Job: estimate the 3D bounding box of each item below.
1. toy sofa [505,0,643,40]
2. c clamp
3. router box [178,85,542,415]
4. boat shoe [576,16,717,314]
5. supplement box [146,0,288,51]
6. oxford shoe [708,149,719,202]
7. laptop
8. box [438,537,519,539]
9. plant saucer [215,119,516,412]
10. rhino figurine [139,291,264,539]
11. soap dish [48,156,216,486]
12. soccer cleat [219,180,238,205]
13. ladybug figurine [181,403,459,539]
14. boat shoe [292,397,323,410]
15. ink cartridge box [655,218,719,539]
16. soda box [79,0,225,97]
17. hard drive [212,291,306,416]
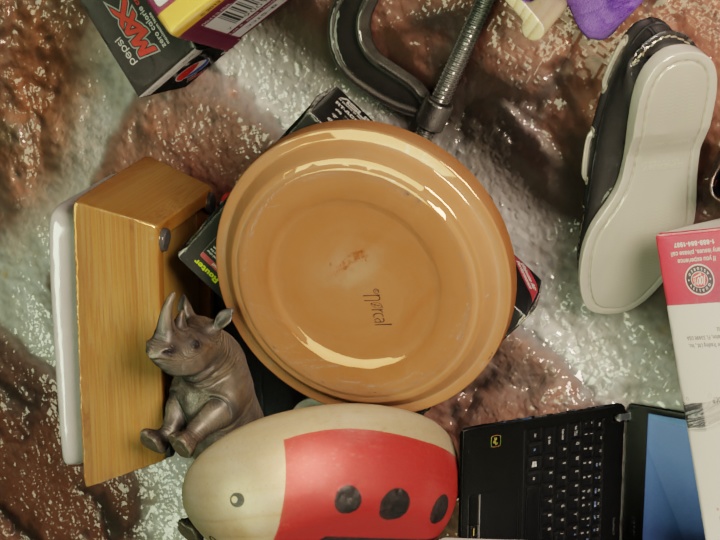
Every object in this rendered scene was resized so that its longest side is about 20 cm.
[{"bbox_3d":[0.173,-0.221,1.072,0.098,0.083,0.200,48,119,-4],"label":"toy sofa"},{"bbox_3d":[0.057,-0.170,1.204,0.170,0.027,0.201,32,117,27],"label":"c clamp"},{"bbox_3d":[0.000,0.000,1.189,0.200,0.062,0.150,44,118,-3],"label":"router box"},{"bbox_3d":[0.174,-0.065,1.140,0.060,0.073,0.201,-117,26,-50],"label":"boat shoe"},{"bbox_3d":[-0.113,-0.269,1.205,0.131,0.103,0.201,-35,81,16],"label":"supplement box"},{"bbox_3d":[0.292,-0.096,1.056,0.200,0.072,0.071,-42,80,31],"label":"oxford shoe"},{"bbox_3d":[0.173,0.188,1.180,0.103,0.199,0.178,-152,59,-62],"label":"laptop"},{"bbox_3d":[0.147,0.249,1.141,0.199,0.098,0.125,2,104,1],"label":"box"},{"bbox_3d":[0.000,0.004,1.137,0.199,0.032,0.201,7,116,16],"label":"plant saucer"},{"bbox_3d":[-0.102,0.091,1.183,0.060,0.087,0.201,17,137,34],"label":"rhino figurine"},{"bbox_3d":[-0.155,0.033,1.256,0.081,0.157,0.201,3,105,11],"label":"soap dish"},{"bbox_3d":[-0.012,-0.024,1.256,0.199,0.069,0.086,6,101,24],"label":"soccer cleat"},{"bbox_3d":[-0.016,0.149,1.152,0.072,0.199,0.136,65,145,40],"label":"ladybug figurine"},{"bbox_3d":[-0.027,0.175,1.269,0.075,0.062,0.201,12,108,26],"label":"boat shoe"},{"bbox_3d":[0.271,0.064,1.071,0.144,0.084,0.201,-6,95,52],"label":"ink cartridge box"},{"bbox_3d":[-0.174,-0.230,1.297,0.071,0.063,0.201,-35,84,32],"label":"soda box"},{"bbox_3d":[-0.062,0.070,1.322,0.199,0.042,0.136,19,111,25],"label":"hard drive"}]
